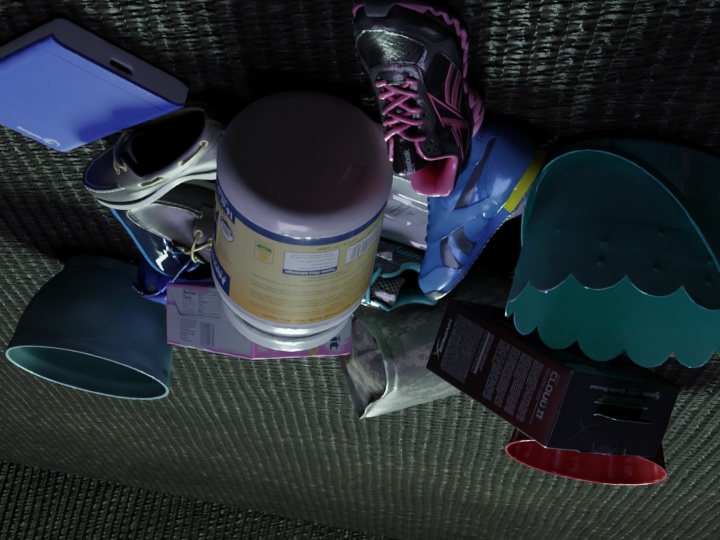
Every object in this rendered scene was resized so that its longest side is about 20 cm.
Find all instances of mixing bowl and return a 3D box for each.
[{"bbox_3d":[0.284,0.187,1.776,0.199,0.109,0.200,10,162,3],"label":"mixing bowl"}]

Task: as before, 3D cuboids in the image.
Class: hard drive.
[{"bbox_3d":[-0.259,-0.156,1.247,0.132,0.026,0.199,26,157,-35],"label":"hard drive"}]

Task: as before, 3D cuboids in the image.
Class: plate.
[{"bbox_3d":[0.041,-0.066,1.314,0.199,0.033,0.199,19,160,-19],"label":"plate"}]

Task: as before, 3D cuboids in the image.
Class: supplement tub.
[{"bbox_3d":[-0.054,-0.036,1.210,0.143,0.145,0.200,12,143,0],"label":"supplement tub"}]

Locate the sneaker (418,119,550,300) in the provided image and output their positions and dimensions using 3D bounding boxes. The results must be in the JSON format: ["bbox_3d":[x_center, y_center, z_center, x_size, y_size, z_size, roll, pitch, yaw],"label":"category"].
[{"bbox_3d":[0.084,-0.054,1.221,0.078,0.066,0.200,29,137,-3],"label":"sneaker"}]

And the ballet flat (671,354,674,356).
[{"bbox_3d":[0.254,0.028,1.433,0.199,0.071,0.065,18,133,-24],"label":"ballet flat"}]

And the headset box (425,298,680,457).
[{"bbox_3d":[0.181,0.102,1.317,0.148,0.075,0.200,10,-167,-37],"label":"headset box"}]

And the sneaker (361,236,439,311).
[{"bbox_3d":[0.000,0.000,1.369,0.199,0.078,0.091,-2,-153,-36],"label":"sneaker"}]

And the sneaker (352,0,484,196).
[{"bbox_3d":[0.041,-0.121,1.055,0.079,0.096,0.200,5,157,24],"label":"sneaker"}]

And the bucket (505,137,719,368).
[{"bbox_3d":[0.226,-0.013,1.191,0.206,0.136,0.207,10,161,3],"label":"bucket"}]

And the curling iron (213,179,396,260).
[{"bbox_3d":[-0.058,-0.056,1.324,0.199,0.026,0.050,29,165,11],"label":"curling iron"}]

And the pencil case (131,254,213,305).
[{"bbox_3d":[-0.158,0.024,1.615,0.199,0.087,0.078,27,124,-39],"label":"pencil case"}]

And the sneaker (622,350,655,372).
[{"bbox_3d":[0.229,0.085,1.563,0.199,0.078,0.140,10,162,5],"label":"sneaker"}]

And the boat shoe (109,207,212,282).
[{"bbox_3d":[-0.187,-0.038,1.456,0.068,0.085,0.200,6,163,24],"label":"boat shoe"}]

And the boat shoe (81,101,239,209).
[{"bbox_3d":[-0.182,-0.105,1.277,0.201,0.073,0.060,-12,154,37],"label":"boat shoe"}]

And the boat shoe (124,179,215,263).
[{"bbox_3d":[-0.135,-0.036,1.375,0.200,0.061,0.072,16,145,-26],"label":"boat shoe"}]

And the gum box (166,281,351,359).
[{"bbox_3d":[-0.110,0.048,1.473,0.113,0.067,0.200,-1,-177,-34],"label":"gum box"}]

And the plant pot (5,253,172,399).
[{"bbox_3d":[-0.315,0.062,1.742,0.199,0.135,0.200,10,162,3],"label":"plant pot"}]

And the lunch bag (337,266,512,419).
[{"bbox_3d":[0.072,0.069,1.482,0.163,0.118,0.200,-16,169,-15],"label":"lunch bag"}]
